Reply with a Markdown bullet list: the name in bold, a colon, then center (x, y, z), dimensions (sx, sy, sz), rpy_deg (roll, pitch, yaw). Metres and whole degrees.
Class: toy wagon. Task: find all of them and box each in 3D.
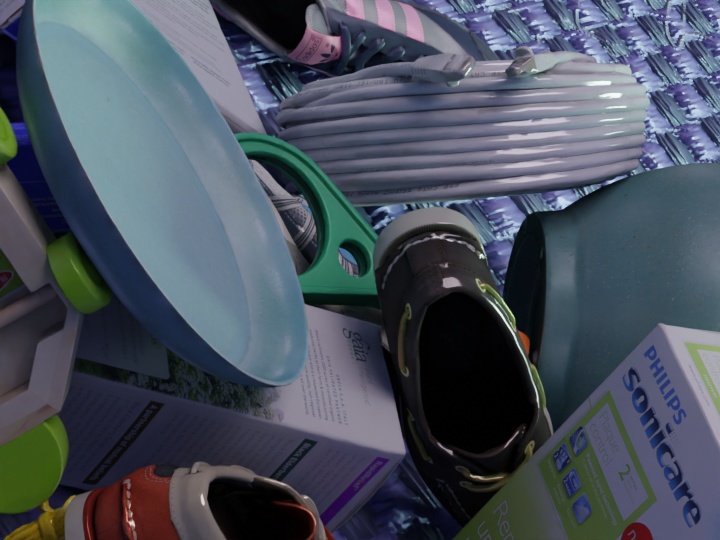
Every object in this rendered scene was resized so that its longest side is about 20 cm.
- **toy wagon**: center (-0.175, 0.025, 0.892), dimensions (0.201, 0.154, 0.040), rpy_deg (57, 13, -16)

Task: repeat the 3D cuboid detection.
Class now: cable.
- **cable**: center (0.056, -0.071, 1.185), dimensions (0.199, 0.199, 0.070), rpy_deg (-5, 90, -47)

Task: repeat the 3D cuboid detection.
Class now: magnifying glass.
- **magnifying glass**: center (0.000, 0.000, 1.078), dimensions (0.199, 0.022, 0.080), rpy_deg (28, 53, -24)

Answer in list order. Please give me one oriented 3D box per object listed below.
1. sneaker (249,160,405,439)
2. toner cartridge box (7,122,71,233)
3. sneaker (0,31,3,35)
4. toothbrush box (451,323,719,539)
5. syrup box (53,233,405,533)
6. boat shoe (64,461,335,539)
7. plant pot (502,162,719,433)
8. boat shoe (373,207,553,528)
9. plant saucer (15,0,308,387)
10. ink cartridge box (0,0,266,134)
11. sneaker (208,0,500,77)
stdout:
- **sneaker**: center (-0.038, -0.001, 1.131), dimensions (0.200, 0.078, 0.086), rpy_deg (48, 29, -6)
- **toner cartridge box**: center (-0.178, -0.041, 1.013), dimensions (0.199, 0.095, 0.044), rpy_deg (-6, 100, -46)
- **sneaker**: center (-0.222, -0.157, 1.112), dimensions (0.075, 0.077, 0.200), rpy_deg (48, 33, 14)
- **toothbrush box**: center (0.132, 0.144, 1.013), dimensions (0.086, 0.200, 0.146), rpy_deg (9, 46, -37)
- **syrup box**: center (-0.084, 0.054, 1.010), dimensions (0.199, 0.081, 0.079), rpy_deg (17, 43, -31)
- **boat shoe**: center (-0.049, 0.115, 0.939), dimensions (0.200, 0.062, 0.072), rpy_deg (27, 44, -63)
- **plant pot**: center (0.145, 0.036, 1.172), dimensions (0.133, 0.201, 0.201), rpy_deg (6, 42, -7)
- **boat shoe**: center (0.052, 0.067, 1.059), dimensions (0.061, 0.071, 0.202), rpy_deg (-106, 177, -55)
- **plant saucer**: center (-0.086, -0.036, 0.941), dimensions (0.201, 0.027, 0.201), rpy_deg (55, 16, -23)
- **ink cartridge box**: center (-0.143, -0.166, 1.170), dimensions (0.196, 0.043, 0.201), rpy_deg (33, 26, -53)
- **sneaker**: center (-0.006, -0.129, 1.292), dimensions (0.199, 0.070, 0.082), rpy_deg (28, 30, -3)
